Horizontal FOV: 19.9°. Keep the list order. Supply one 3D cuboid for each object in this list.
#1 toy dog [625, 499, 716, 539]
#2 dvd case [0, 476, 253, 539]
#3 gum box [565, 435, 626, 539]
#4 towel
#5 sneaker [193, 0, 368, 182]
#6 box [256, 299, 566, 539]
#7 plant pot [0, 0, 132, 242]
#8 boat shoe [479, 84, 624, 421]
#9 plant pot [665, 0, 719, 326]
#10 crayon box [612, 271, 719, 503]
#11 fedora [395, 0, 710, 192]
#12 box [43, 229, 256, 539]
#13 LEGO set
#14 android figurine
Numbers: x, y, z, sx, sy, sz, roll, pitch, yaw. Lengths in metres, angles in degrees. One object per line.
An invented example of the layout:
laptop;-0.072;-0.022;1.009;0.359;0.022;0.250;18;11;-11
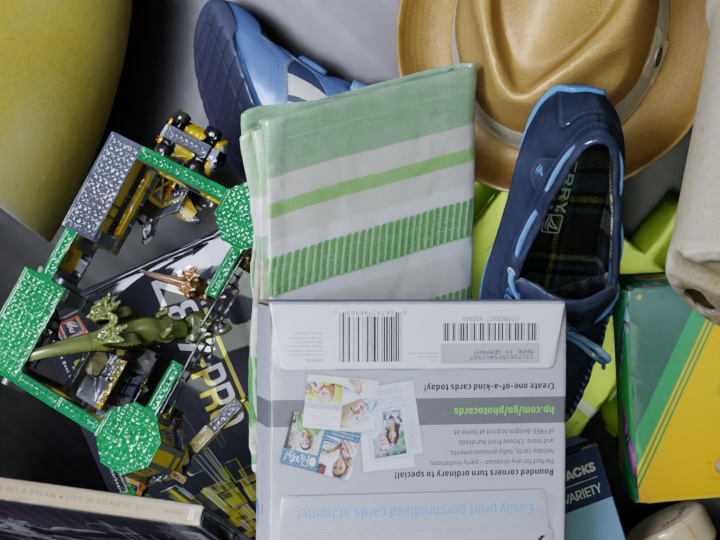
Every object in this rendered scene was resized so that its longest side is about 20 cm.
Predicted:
toy dog;0.147;0.194;1.181;0.198;0.096;0.133;-5;99;25
dvd case;-0.151;0.141;1.139;0.198;0.149;0.016;5;71;20
gum box;0.073;0.212;1.091;0.169;0.045;0.202;-19;96;-10
towel;0.000;0.000;1.089;0.023;0.152;0.202;24;121;47
sneaker;-0.026;-0.078;1.174;0.082;0.074;0.201;-26;69;-27
box;0.025;0.115;1.037;0.154;0.041;0.202;-1;90;-11
plant pot;-0.209;-0.133;1.150;0.200;0.200;0.142;38;87;4
boat shoe;0.100;0.003;1.095;0.083;0.069;0.202;-4;118;-5
plant pot;0.243;-0.060;1.035;0.199;0.201;0.185;19;73;7
crayon box;0.240;0.057;1.131;0.198;0.058;0.120;-4;98;-3
fedora;0.107;-0.142;1.122;0.199;0.082;0.203;-1;82;10
box;-0.081;0.084;1.214;0.160;0.049;0.201;-23;91;10
LEGO set;-0.107;0.024;1.129;0.153;0.116;0.201;18;82;22
android figurine;0.104;0.022;1.179;0.182;0.041;0.201;37;98;3
